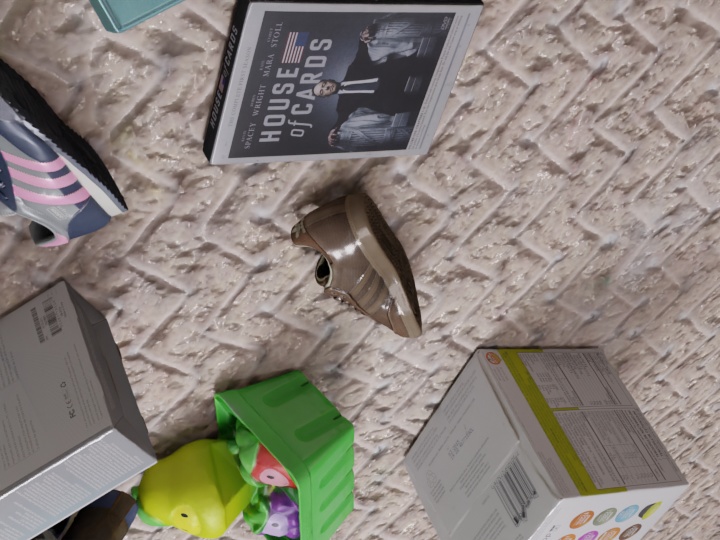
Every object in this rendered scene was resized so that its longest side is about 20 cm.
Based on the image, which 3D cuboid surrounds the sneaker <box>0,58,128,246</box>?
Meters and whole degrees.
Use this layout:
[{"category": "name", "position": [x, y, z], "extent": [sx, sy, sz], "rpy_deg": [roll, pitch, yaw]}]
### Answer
[{"category": "sneaker", "position": [-0.238, -0.075, 0.856], "extent": [0.082, 0.070, 0.200], "rpy_deg": [-32, 145, 2]}]

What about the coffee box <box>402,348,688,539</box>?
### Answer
[{"category": "coffee box", "position": [0.202, 0.228, 1.391], "extent": [0.196, 0.201, 0.201], "rpy_deg": [1, 134, -35]}]

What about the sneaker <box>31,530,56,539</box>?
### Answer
[{"category": "sneaker", "position": [-0.367, 0.292, 1.155], "extent": [0.198, 0.076, 0.079], "rpy_deg": [-23, 157, 3]}]

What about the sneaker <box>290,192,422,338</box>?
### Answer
[{"category": "sneaker", "position": [0.000, 0.000, 1.124], "extent": [0.075, 0.071, 0.201], "rpy_deg": [-14, 142, 12]}]

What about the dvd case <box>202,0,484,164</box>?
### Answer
[{"category": "dvd case", "position": [-0.014, -0.150, 0.959], "extent": [0.198, 0.025, 0.151], "rpy_deg": [-6, 137, -28]}]

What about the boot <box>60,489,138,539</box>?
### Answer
[{"category": "boot", "position": [-0.269, 0.279, 1.246], "extent": [0.097, 0.075, 0.200], "rpy_deg": [-55, -172, -25]}]

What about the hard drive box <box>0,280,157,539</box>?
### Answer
[{"category": "hard drive box", "position": [-0.284, 0.130, 1.000], "extent": [0.199, 0.157, 0.077], "rpy_deg": [-30, 145, 3]}]

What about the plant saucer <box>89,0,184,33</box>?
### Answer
[{"category": "plant saucer", "position": [-0.166, -0.230, 0.773], "extent": [0.069, 0.019, 0.201], "rpy_deg": [-27, 142, -3]}]

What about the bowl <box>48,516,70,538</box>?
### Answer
[{"category": "bowl", "position": [-0.365, 0.230, 1.161], "extent": [0.199, 0.040, 0.202], "rpy_deg": [-18, 142, -15]}]

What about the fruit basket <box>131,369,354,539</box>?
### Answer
[{"category": "fruit basket", "position": [-0.115, 0.216, 1.234], "extent": [0.215, 0.155, 0.217], "rpy_deg": [-33, 147, -25]}]
